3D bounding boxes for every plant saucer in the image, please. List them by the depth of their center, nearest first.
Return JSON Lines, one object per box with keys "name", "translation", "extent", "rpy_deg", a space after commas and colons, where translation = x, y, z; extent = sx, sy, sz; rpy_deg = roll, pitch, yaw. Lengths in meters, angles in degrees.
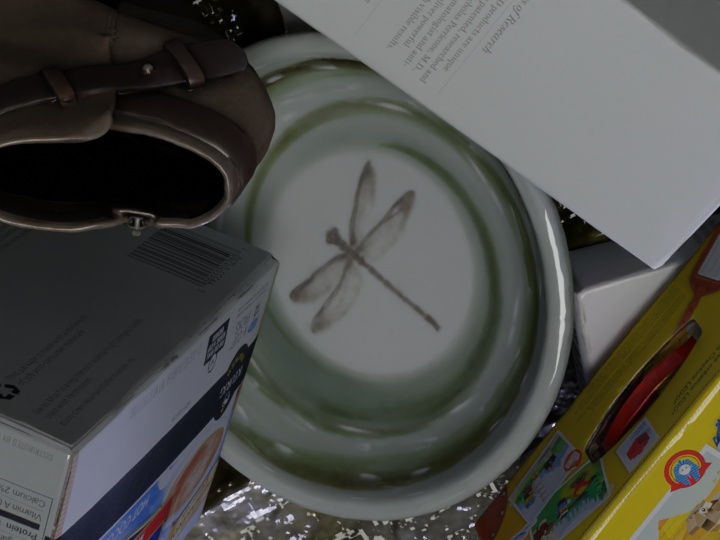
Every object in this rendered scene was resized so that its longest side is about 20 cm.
{"name": "plant saucer", "translation": [0.000, 0.000, 0.793], "extent": [0.199, 0.050, 0.202], "rpy_deg": [8, 107, 26]}

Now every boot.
{"name": "boot", "translation": [-0.131, -0.065, 0.714], "extent": [0.198, 0.147, 0.071], "rpy_deg": [-2, 120, -4]}

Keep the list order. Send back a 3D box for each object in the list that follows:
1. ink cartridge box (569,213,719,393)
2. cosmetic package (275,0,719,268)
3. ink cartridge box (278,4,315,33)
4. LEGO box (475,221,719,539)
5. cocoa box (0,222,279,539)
{"name": "ink cartridge box", "translation": [0.198, 0.045, 0.876], "extent": [0.198, 0.057, 0.164], "rpy_deg": [-13, 117, 3]}
{"name": "cosmetic package", "translation": [0.057, -0.104, 0.709], "extent": [0.199, 0.113, 0.081], "rpy_deg": [32, 120, -12]}
{"name": "ink cartridge box", "translation": [0.071, -0.110, 0.793], "extent": [0.198, 0.050, 0.162], "rpy_deg": [-8, 118, 16]}
{"name": "LEGO box", "translation": [0.171, 0.085, 0.824], "extent": [0.148, 0.077, 0.200], "rpy_deg": [31, 104, -24]}
{"name": "cocoa box", "translation": [-0.136, 0.059, 0.728], "extent": [0.133, 0.200, 0.132], "rpy_deg": [21, 114, 10]}
